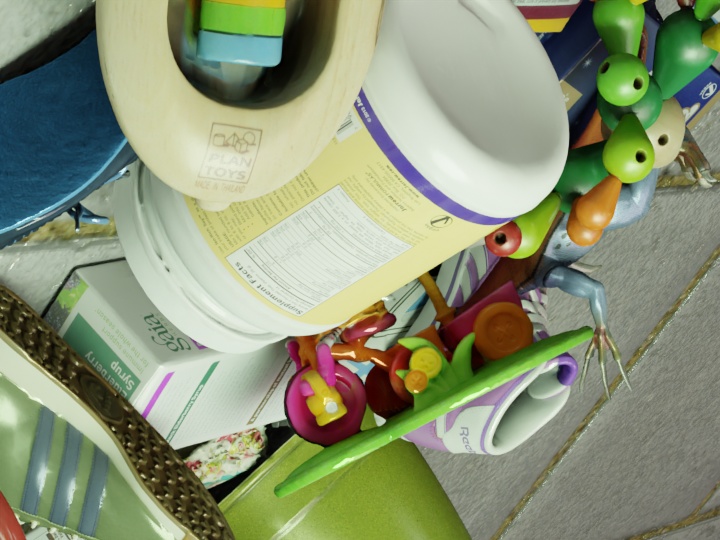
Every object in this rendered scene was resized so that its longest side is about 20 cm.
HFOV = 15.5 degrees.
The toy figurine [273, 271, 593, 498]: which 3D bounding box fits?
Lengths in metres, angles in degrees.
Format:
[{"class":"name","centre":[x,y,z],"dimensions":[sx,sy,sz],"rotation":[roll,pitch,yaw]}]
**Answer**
[{"class":"toy figurine","centre":[0.000,0.000,1.450],"dimensions":[0.199,0.185,0.150],"rotation":[-27,177,-17]}]

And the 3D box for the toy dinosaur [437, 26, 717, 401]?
[{"class":"toy dinosaur","centre":[0.110,-0.030,1.532],"dimensions":[0.181,0.201,0.105],"rotation":[-26,-158,-1]}]

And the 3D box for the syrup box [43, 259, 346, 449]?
[{"class":"syrup box","centre":[-0.091,0.042,1.490],"dimensions":[0.200,0.079,0.082],"rotation":[-10,140,-55]}]

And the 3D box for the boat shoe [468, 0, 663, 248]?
[{"class":"boat shoe","centre":[0.108,-0.105,1.615],"dimensions":[0.200,0.075,0.093],"rotation":[-42,145,-13]}]

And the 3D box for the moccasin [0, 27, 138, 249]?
[{"class":"moccasin","centre":[-0.126,-0.063,1.245],"dimensions":[0.200,0.081,0.068],"rotation":[-36,161,-19]}]

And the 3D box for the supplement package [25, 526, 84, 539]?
[{"class":"supplement package","centre":[-0.103,0.214,1.488],"dimensions":[0.111,0.156,0.200],"rotation":[-34,161,-8]}]

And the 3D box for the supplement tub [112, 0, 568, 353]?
[{"class":"supplement tub","centre":[-0.013,-0.055,1.309],"dimensions":[0.200,0.146,0.145],"rotation":[-31,168,34]}]

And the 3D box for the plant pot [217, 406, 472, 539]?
[{"class":"plant pot","centre":[-0.005,0.203,1.705],"dimensions":[0.200,0.193,0.200],"rotation":[-42,178,-2]}]

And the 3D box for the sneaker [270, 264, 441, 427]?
[{"class":"sneaker","centre":[-0.002,0.033,1.647],"dimensions":[0.200,0.072,0.073],"rotation":[-39,124,-40]}]

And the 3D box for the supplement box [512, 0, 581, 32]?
[{"class":"supplement box","centre":[0.101,-0.224,1.350],"dimensions":[0.110,0.086,0.200],"rotation":[-9,140,-55]}]

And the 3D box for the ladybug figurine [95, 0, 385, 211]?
[{"class":"ladybug figurine","centre":[-0.058,-0.127,1.184],"dimensions":[0.135,0.072,0.201],"rotation":[8,98,-25]}]

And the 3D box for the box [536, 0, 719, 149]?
[{"class":"box","centre":[0.135,-0.100,1.539],"dimensions":[0.121,0.032,0.200],"rotation":[-48,149,10]}]

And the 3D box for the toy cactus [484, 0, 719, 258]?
[{"class":"toy cactus","centre":[0.134,-0.085,1.386],"dimensions":[0.201,0.102,0.165],"rotation":[-62,164,-1]}]

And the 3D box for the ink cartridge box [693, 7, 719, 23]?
[{"class":"ink cartridge box","centre":[0.228,-0.192,1.563],"dimensions":[0.076,0.136,0.200],"rotation":[-50,158,17]}]

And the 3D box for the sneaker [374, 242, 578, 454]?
[{"class":"sneaker","centre":[0.101,0.027,1.626],"dimensions":[0.073,0.114,0.201],"rotation":[45,64,-46]}]

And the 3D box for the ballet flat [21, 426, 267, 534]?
[{"class":"ballet flat","centre":[-0.134,0.113,1.582],"dimensions":[0.200,0.075,0.064],"rotation":[-27,121,-47]}]

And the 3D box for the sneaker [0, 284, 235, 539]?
[{"class":"sneaker","centre":[-0.159,0.102,1.370],"dimensions":[0.090,0.200,0.067],"rotation":[-38,-163,15]}]

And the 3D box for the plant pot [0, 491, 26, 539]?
[{"class":"plant pot","centre":[-0.268,0.165,1.254],"dimensions":[0.182,0.200,0.201],"rotation":[-32,156,-50]}]
